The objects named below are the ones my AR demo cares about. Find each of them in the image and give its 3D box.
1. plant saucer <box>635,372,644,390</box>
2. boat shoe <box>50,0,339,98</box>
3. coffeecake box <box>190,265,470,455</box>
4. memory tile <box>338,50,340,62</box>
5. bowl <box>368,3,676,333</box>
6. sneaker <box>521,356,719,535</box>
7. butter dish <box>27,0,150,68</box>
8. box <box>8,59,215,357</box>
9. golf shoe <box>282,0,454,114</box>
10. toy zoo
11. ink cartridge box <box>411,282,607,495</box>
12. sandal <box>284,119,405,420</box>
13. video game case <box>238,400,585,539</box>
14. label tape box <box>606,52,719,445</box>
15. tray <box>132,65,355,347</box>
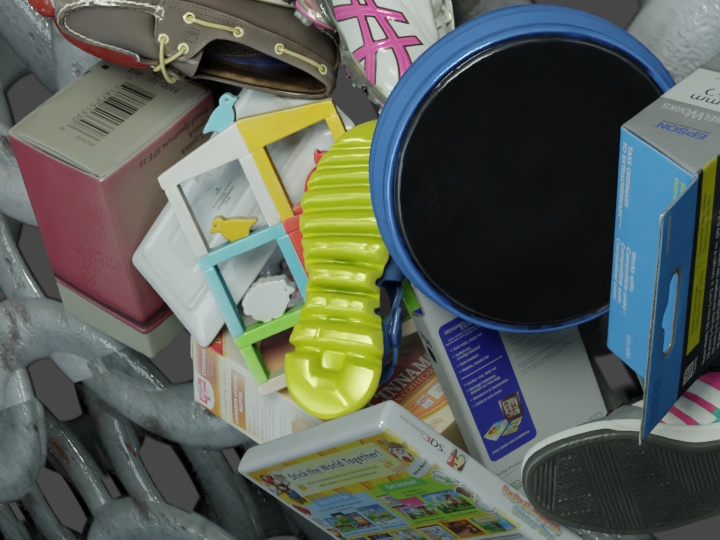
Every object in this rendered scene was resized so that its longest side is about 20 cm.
[{"bbox_3d":[0.189,0.007,0.941,0.070,0.019,0.201,-10,108,48],"label":"plant saucer"},{"bbox_3d":[-0.109,-0.157,0.968,0.072,0.199,0.060,131,140,-57],"label":"boat shoe"},{"bbox_3d":[-0.003,0.081,1.076,0.199,0.153,0.073,29,137,28],"label":"coffeecake box"},{"bbox_3d":[-0.004,-0.225,0.976,0.153,0.017,0.201,37,137,21],"label":"memory tile"},{"bbox_3d":[0.105,-0.056,0.862,0.039,0.199,0.202,-106,-1,-69],"label":"bowl"},{"bbox_3d":[0.189,0.091,0.886,0.121,0.199,0.084,-104,7,-67],"label":"sneaker"},{"bbox_3d":[-0.178,-0.224,1.042,0.199,0.148,0.201,21,130,38],"label":"butter dish"},{"bbox_3d":[-0.182,-0.053,1.160,0.109,0.128,0.201,26,144,28],"label":"box"},{"bbox_3d":[0.025,-0.159,0.910,0.092,0.072,0.200,-48,70,25],"label":"golf shoe"},{"bbox_3d":[-0.050,-0.028,0.982,0.131,0.020,0.201,-23,102,5],"label":"toy zoo"},{"bbox_3d":[0.101,0.059,0.977,0.039,0.099,0.201,45,160,59],"label":"ink cartridge box"},{"bbox_3d":[0.000,0.000,0.939,0.079,0.087,0.201,12,82,16],"label":"sandal"},{"bbox_3d":[0.035,0.156,0.926,0.182,0.023,0.200,37,151,-16],"label":"video game case"},{"bbox_3d":[0.180,-0.022,0.786,0.063,0.200,0.145,22,130,33],"label":"label tape box"},{"bbox_3d":[-0.093,-0.054,1.035,0.107,0.022,0.200,46,109,32],"label":"tray"}]
